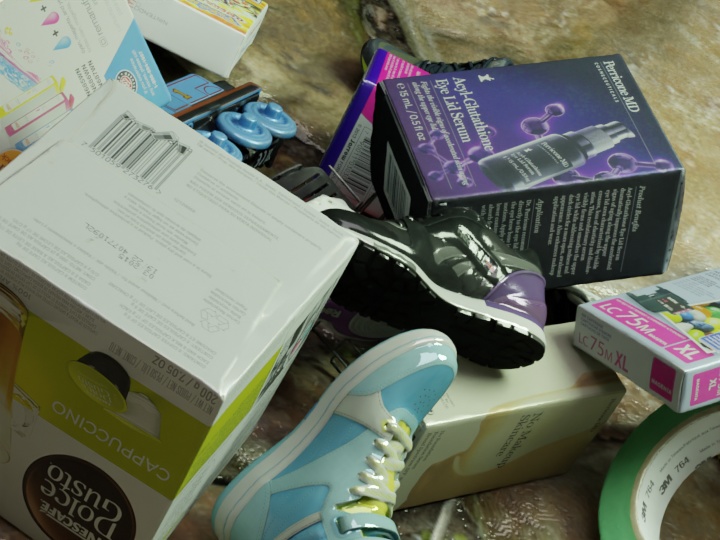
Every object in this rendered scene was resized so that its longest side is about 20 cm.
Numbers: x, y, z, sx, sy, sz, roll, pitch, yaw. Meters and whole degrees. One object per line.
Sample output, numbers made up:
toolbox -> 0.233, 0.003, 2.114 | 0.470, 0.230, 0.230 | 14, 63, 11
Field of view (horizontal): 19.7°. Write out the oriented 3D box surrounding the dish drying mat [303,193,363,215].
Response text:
dish drying mat -> -0.054, -0.004, 1.593 | 0.077, 0.018, 0.200 | 38, 38, 11

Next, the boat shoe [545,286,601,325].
boat shoe -> 0.154, 0.044, 1.595 | 0.199, 0.065, 0.074 | -3, 84, -54

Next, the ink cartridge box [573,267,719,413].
ink cartridge box -> 0.267, 0.043, 1.507 | 0.199, 0.042, 0.119 | -11, 29, -33

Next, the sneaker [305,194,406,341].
sneaker -> -0.049, -0.011, 1.460 | 0.199, 0.075, 0.100 | 17, 43, -33

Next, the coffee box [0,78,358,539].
coffee box -> -0.157, 0.041, 1.316 | 0.199, 0.198, 0.200 | 33, 38, 4

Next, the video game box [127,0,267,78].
video game box -> -0.180, -0.235, 1.712 | 0.199, 0.047, 0.182 | 26, 17, -4

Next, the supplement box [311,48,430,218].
supplement box -> 0.075, -0.082, 1.687 | 0.199, 0.102, 0.103 | 28, 22, -3

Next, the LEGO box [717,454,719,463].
LEGO box -> 0.351, 0.134, 1.588 | 0.076, 0.150, 0.201 | 13, 39, -21

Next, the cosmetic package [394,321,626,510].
cosmetic package -> 0.083, 0.104, 1.484 | 0.199, 0.106, 0.071 | -8, 52, -38

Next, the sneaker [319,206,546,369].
sneaker -> 0.044, -0.008, 1.412 | 0.199, 0.075, 0.088 | 28, 55, -30

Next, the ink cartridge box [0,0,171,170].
ink cartridge box -> -0.257, -0.125, 1.409 | 0.199, 0.129, 0.125 | -37, 28, -24

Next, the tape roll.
tape roll -> 0.268, 0.166, 1.466 | 0.048, 0.199, 0.201 | 52, 18, -41

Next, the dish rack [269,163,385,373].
dish rack -> 0.000, 0.000, 1.569 | 0.200, 0.055, 0.153 | 48, 38, 4

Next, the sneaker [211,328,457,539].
sneaker -> 0.010, 0.140, 1.322 | 0.131, 0.200, 0.080 | 47, 3, 40

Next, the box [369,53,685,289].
box -> 0.121, -0.070, 1.537 | 0.198, 0.105, 0.149 | -9, 43, -13

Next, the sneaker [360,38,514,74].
sneaker -> 0.094, -0.161, 1.825 | 0.199, 0.081, 0.074 | 25, 36, -6

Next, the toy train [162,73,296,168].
toy train -> -0.128, -0.098, 1.579 | 0.114, 0.087, 0.200 | 31, 24, 10
